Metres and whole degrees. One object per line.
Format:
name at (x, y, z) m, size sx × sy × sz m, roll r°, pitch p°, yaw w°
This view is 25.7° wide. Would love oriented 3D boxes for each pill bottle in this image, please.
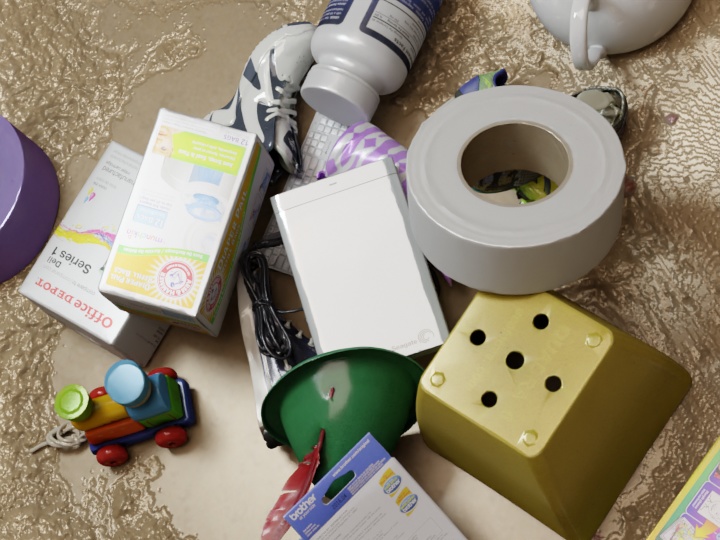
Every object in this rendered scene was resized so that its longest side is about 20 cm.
pill bottle at (0.013, -0.260, 1.702) m, size 0.111 × 0.111 × 0.200 m, roll 19°, pitch 73°, yaw 25°

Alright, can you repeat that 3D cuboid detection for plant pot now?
plant pot at (0.164, 0.108, 1.478) m, size 0.200 × 0.176 × 0.200 m, roll 31°, pitch 83°, yaw 27°

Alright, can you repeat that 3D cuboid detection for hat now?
hat at (-0.011, 0.199, 1.495) m, size 0.200 × 0.165 × 0.176 m, roll -48°, pitch 36°, yaw 37°

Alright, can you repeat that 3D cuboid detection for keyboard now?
keyboard at (-0.055, -0.091, 1.725) m, size 0.056 × 0.011 × 0.201 m, roll 17°, pitch 77°, yaw 25°

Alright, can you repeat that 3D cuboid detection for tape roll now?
tape roll at (0.141, -0.077, 1.449) m, size 0.202 × 0.071 × 0.203 m, roll -3°, pitch 52°, yaw 4°
tape roll at (-0.456, -0.084, 1.828) m, size 0.199 × 0.085 × 0.201 m, roll -7°, pitch 69°, yaw 18°

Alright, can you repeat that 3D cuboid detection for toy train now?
toy train at (-0.286, 0.154, 1.657) m, size 0.199 × 0.116 × 0.085 m, roll -18°, pitch 65°, yaw 13°

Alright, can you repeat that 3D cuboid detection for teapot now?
teapot at (0.251, -0.326, 1.628) m, size 0.197 × 0.146 × 0.200 m, roll -37°, pitch 63°, yaw 4°

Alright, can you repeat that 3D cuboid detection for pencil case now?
pencil case at (0.047, -0.075, 1.640) m, size 0.200 × 0.084 × 0.085 m, roll 37°, pitch 71°, yaw 27°

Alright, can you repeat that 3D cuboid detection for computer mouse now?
computer mouse at (-0.027, 0.013, 1.634) m, size 0.199 × 0.046 × 0.141 m, roll -17°, pitch 66°, yaw -12°

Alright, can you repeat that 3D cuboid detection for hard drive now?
hard drive at (0.000, 0.000, 1.579) m, size 0.132 × 0.027 × 0.201 m, roll -18°, pitch 77°, yaw 3°

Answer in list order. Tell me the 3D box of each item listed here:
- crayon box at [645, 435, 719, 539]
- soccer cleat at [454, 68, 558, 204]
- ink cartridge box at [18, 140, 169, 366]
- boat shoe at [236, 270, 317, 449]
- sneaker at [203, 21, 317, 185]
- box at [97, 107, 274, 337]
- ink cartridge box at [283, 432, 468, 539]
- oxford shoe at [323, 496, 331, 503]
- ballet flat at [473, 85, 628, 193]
crayon box at (0.330, 0.253, 1.428) m, size 0.119 × 0.058 × 0.200 m, roll 35°, pitch 85°, yaw 27°
soccer cleat at (0.170, -0.130, 1.629) m, size 0.084 × 0.065 × 0.200 m, roll -33°, pitch 63°, yaw 0°
ink cartridge box at (-0.255, -0.018, 1.728) m, size 0.145 × 0.084 × 0.200 m, roll 26°, pitch 80°, yaw 26°
boat shoe at (-0.071, 0.084, 1.641) m, size 0.092 × 0.075 × 0.201 m, roll -12°, pitch 67°, yaw -1°
sneaker at (-0.085, -0.166, 1.722) m, size 0.199 × 0.079 × 0.130 m, roll -47°, pitch 58°, yaw -1°
box at (-0.176, -0.046, 1.616) m, size 0.112 × 0.101 × 0.201 m, roll 16°, pitch 79°, yaw 11°
ink cartridge box at (0.029, 0.263, 1.475) m, size 0.119 × 0.042 × 0.200 m, roll -43°, pitch 99°, yaw -16°
oxford shoe at (0.011, 0.304, 1.521) m, size 0.071 × 0.071 × 0.201 m, roll -16°, pitch 65°, yaw 8°
ballet flat at (0.188, -0.140, 1.573) m, size 0.200 × 0.072 × 0.072 m, roll -24°, pitch 59°, yaw -26°
